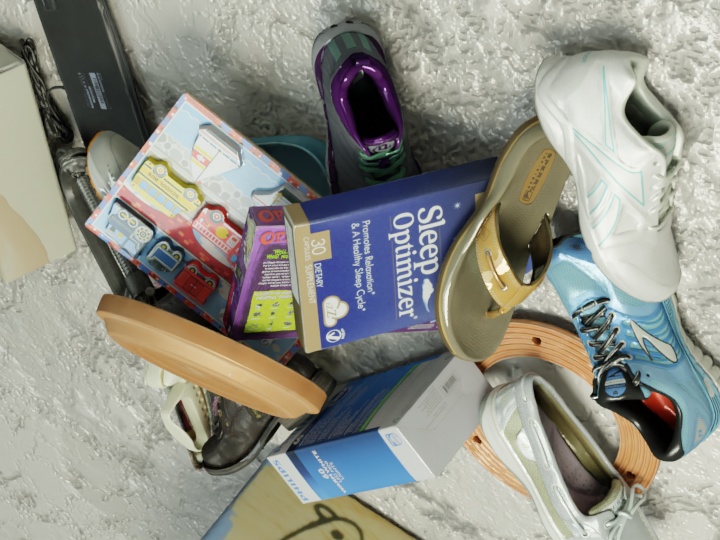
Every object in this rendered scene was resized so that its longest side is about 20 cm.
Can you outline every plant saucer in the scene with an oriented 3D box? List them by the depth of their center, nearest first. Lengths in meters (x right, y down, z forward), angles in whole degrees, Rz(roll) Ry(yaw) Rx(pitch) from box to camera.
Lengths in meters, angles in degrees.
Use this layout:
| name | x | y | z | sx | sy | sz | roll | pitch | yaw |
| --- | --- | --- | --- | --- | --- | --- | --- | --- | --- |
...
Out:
| name | x | y | z | sx | sy | sz | roll | pitch | yaw |
| --- | --- | --- | --- | --- | --- | --- | --- | --- | --- |
| plant saucer | -0.124 | 0.075 | 1.331 | 0.199 | 0.032 | 0.200 | 23 | 170 | 4 |

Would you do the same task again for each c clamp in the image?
| name | x | y | z | sx | sy | sz | roll | pitch | yaw |
| --- | --- | --- | --- | --- | --- | --- | --- | --- | --- |
| c clamp | -0.220 | -0.032 | 1.433 | 0.200 | 0.027 | 0.171 | 59 | 163 | 17 |

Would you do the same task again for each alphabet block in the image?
| name | x | y | z | sx | sy | sz | roll | pitch | yaw |
| --- | --- | --- | --- | --- | --- | --- | --- | --- | --- |
| alphabet block | -0.067 | 0.334 | 1.581 | 0.199 | 0.195 | 0.197 | 31 | 138 | 10 |

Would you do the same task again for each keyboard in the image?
| name | x | y | z | sx | sy | sz | roll | pitch | yaw |
| --- | --- | --- | --- | --- | --- | --- | --- | --- | --- |
| keyboard | -0.243 | -0.162 | 1.429 | 0.127 | 0.021 | 0.201 | 7 | 126 | 31 |

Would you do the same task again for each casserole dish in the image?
| name | x | y | z | sx | sy | sz | roll | pitch | yaw |
| --- | --- | --- | --- | --- | --- | --- | --- | --- | --- |
| casserole dish | -0.078 | -0.060 | 1.378 | 0.199 | 0.039 | 0.122 | -4 | 121 | 37 |

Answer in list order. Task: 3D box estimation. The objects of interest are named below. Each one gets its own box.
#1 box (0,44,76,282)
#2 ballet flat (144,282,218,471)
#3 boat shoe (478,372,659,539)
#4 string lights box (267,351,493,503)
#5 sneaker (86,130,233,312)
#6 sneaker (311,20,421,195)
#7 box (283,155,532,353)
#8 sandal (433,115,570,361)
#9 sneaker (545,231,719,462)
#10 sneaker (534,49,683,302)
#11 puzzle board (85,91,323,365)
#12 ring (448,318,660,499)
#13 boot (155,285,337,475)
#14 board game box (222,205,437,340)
| name | x | y | z | sx | sy | sz | roll | pitch | yaw |
| --- | --- | --- | --- | --- | --- | --- | --- | --- | --- |
| box | -0.330 | -0.102 | 1.478 | 0.095 | 0.078 | 0.201 | 33 | 143 | 46 |
| ballet flat | -0.167 | 0.108 | 1.555 | 0.069 | 0.071 | 0.201 | 8 | 128 | 40 |
| boat shoe | 0.179 | 0.170 | 1.329 | 0.202 | 0.074 | 0.065 | 53 | 141 | -3 |
| string lights box | 0.016 | 0.135 | 1.403 | 0.059 | 0.103 | 0.200 | 52 | 145 | -12 |
| sneaker | -0.132 | -0.056 | 1.348 | 0.200 | 0.076 | 0.092 | 42 | 116 | -10 |
| sneaker | 0.008 | -0.085 | 1.245 | 0.074 | 0.088 | 0.201 | -19 | 119 | -1 |
| box | 0.045 | -0.015 | 1.231 | 0.032 | 0.199 | 0.122 | -121 | 21 | -50 |
| sandal | 0.114 | -0.017 | 1.201 | 0.054 | 0.080 | 0.201 | 43 | 117 | 44 |
| sneaker | 0.203 | 0.058 | 1.232 | 0.200 | 0.090 | 0.078 | 52 | 136 | -8 |
| sneaker | 0.192 | -0.064 | 1.156 | 0.080 | 0.070 | 0.201 | -9 | 118 | 37 |
| puzzle board | -0.102 | -0.026 | 1.304 | 0.200 | 0.017 | 0.151 | 38 | 117 | -7 |
| ring | 0.159 | 0.120 | 1.368 | 0.200 | 0.019 | 0.201 | 21 | 134 | 23 |
| boot | -0.129 | 0.082 | 1.480 | 0.174 | 0.069 | 0.200 | 45 | 128 | -8 |
| board game box | 0.000 | 0.000 | 1.270 | 0.120 | 0.199 | 0.032 | 110 | 150 | -43 |
